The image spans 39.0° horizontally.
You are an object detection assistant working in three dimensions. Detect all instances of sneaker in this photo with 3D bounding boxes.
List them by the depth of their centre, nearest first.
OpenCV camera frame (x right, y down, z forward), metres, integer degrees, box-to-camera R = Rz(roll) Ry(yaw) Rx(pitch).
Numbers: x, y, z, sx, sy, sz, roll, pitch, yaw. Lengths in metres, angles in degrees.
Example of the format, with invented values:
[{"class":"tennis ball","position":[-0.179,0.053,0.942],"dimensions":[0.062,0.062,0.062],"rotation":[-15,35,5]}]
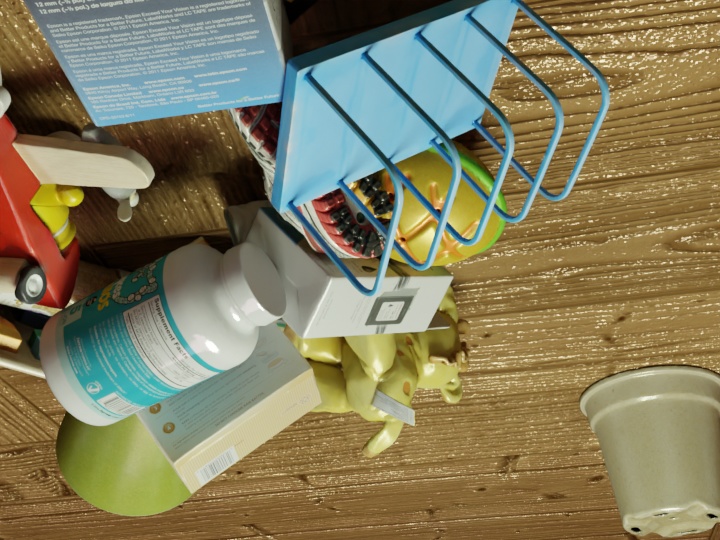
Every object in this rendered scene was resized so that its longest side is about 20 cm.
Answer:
[{"class":"sneaker","position":[-0.058,-0.088,0.811],"dimensions":[0.082,0.078,0.200],"rotation":[-10,117,52]},{"class":"sneaker","position":[-0.080,-0.010,1.012],"dimensions":[0.080,0.071,0.200],"rotation":[-21,157,-8]}]

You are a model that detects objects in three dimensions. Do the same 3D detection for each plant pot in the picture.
[{"class":"plant pot","position":[-0.248,0.151,1.181],"dimensions":[0.186,0.188,0.200],"rotation":[8,136,-16]},{"class":"plant pot","position":[0.409,0.253,1.374],"dimensions":[0.200,0.184,0.201],"rotation":[-1,150,-1]}]

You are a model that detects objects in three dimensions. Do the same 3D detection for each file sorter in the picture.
[{"class":"file sorter","position":[0.057,-0.090,0.722],"dimensions":[0.200,0.123,0.139],"rotation":[-27,152,-28]}]

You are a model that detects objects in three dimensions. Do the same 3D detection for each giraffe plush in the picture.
[{"class":"giraffe plush","position":[0.038,0.083,1.079],"dimensions":[0.162,0.200,0.173],"rotation":[-17,135,-43]}]

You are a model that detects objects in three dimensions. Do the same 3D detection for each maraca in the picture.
[{"class":"maraca","position":[0.030,-0.069,0.884],"dimensions":[0.199,0.107,0.137],"rotation":[19,139,5]}]

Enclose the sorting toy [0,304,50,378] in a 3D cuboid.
[{"class":"sorting toy","position":[-0.359,0.058,1.053],"dimensions":[0.200,0.185,0.037],"rotation":[18,101,-33]}]

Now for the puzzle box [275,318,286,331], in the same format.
[{"class":"puzzle box","position":[-0.010,0.064,1.184],"dimensions":[0.199,0.026,0.133],"rotation":[10,149,-20]}]

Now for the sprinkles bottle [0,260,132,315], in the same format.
[{"class":"sprinkles bottle","position":[-0.325,0.011,1.036],"dimensions":[0.199,0.068,0.068],"rotation":[18,145,-30]}]

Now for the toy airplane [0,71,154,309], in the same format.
[{"class":"toy airplane","position":[-0.279,-0.086,0.831],"dimensions":[0.200,0.141,0.199],"rotation":[42,128,-2]}]

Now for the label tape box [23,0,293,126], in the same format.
[{"class":"label tape box","position":[-0.128,-0.180,0.625],"dimensions":[0.143,0.066,0.200],"rotation":[-7,148,5]}]

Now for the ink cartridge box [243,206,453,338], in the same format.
[{"class":"ink cartridge box","position":[0.000,0.000,0.943],"dimensions":[0.200,0.116,0.067],"rotation":[-1,124,-46]}]

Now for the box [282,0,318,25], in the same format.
[{"class":"box","position":[-0.084,-0.228,0.654],"dimensions":[0.159,0.050,0.200],"rotation":[20,143,-37]}]

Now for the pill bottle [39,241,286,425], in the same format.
[{"class":"pill bottle","position":[-0.164,0.048,0.867],"dimensions":[0.200,0.111,0.111],"rotation":[-26,144,17]}]

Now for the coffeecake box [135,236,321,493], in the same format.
[{"class":"coffeecake box","position":[-0.159,0.086,0.988],"dimensions":[0.153,0.200,0.073],"rotation":[-34,149,-16]}]
